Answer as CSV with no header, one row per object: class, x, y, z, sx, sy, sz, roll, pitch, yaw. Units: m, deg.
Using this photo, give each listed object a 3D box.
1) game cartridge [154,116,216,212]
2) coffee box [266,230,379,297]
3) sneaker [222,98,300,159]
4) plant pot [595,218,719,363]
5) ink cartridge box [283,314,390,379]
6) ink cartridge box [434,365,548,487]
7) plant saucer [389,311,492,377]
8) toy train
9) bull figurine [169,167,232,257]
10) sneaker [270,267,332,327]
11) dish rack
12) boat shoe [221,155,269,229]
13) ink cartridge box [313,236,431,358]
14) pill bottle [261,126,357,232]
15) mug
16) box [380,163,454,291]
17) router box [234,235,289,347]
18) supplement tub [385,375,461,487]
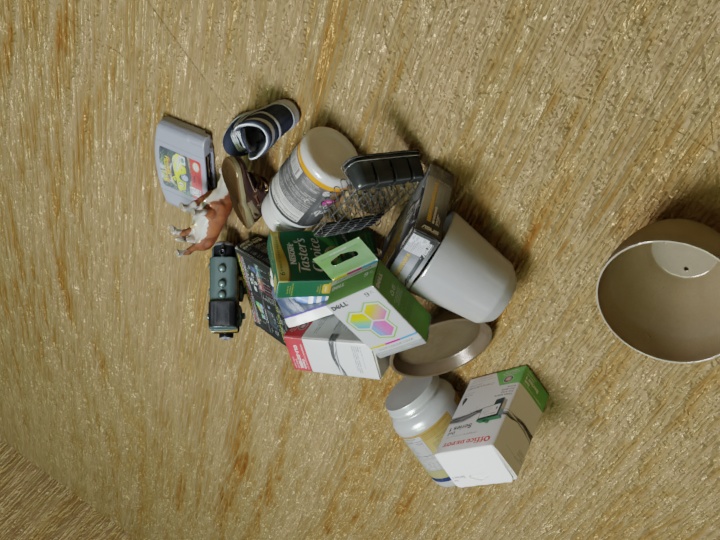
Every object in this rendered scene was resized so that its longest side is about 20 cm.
game cartridge,-0.352,-0.203,1.538,0.131,0.041,0.204,25,135,21
coffee box,-0.062,-0.013,1.349,0.194,0.125,0.045,0,139,-16
sneaker,-0.202,-0.234,1.350,0.197,0.109,0.071,-17,114,42
plant pot,0.445,0.008,1.071,0.196,0.135,0.204,19,134,22
ink cartridge box,-0.023,0.121,1.445,0.195,0.145,0.085,1,123,32
ink cartridge box,0.240,0.284,1.395,0.144,0.201,0.085,-24,111,43
plant saucer,0.143,0.133,1.387,0.194,0.030,0.202,-12,147,-8
toy train,-0.279,0.039,1.578,0.083,0.206,0.114,1,172,-4
bull figurine,-0.302,-0.110,1.499,0.065,0.120,0.202,47,131,23
sneaker,-0.074,0.007,1.403,0.195,0.080,0.150,-19,90,15
dish rack,0.006,-0.121,1.266,0.200,0.150,0.056,-42,65,51
boat shoe,-0.206,-0.154,1.419,0.073,0.071,0.202,51,163,25
ink cartridge box,0.015,0.049,1.222,0.102,0.060,0.200,-22,125,35
pill bottle,-0.093,-0.148,1.339,0.116,0.117,0.200,43,138,-4
mug,0.177,0.003,1.283,0.151,0.187,0.151,31,103,-5
box,0.083,-0.050,1.260,0.047,0.161,0.201,23,138,-8
router box,-0.173,0.047,1.560,0.148,0.061,0.204,27,137,42
supplement tub,0.152,0.309,1.520,0.143,0.145,0.202,-23,109,44
